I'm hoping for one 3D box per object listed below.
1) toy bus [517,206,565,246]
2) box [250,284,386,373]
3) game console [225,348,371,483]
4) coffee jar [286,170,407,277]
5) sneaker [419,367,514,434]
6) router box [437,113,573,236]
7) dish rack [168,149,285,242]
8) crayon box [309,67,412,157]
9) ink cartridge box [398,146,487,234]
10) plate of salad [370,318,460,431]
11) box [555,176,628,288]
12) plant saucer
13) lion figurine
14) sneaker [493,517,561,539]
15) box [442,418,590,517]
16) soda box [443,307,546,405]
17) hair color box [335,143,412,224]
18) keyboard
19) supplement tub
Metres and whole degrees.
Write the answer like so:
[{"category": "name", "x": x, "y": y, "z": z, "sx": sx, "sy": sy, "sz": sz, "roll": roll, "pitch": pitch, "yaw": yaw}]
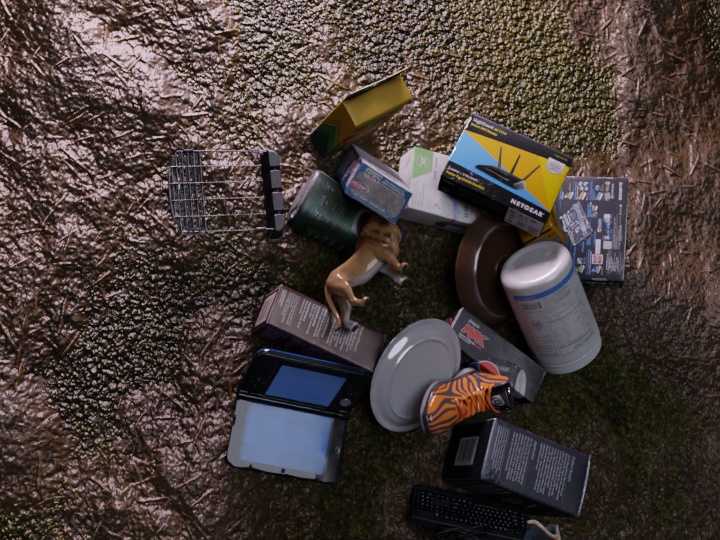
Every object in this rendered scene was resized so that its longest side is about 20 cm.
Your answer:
[{"category": "toy bus", "x": 0.312, "y": -0.130, "z": 1.803, "sx": 0.078, "sy": 0.065, "sz": 0.203, "roll": 37, "pitch": 34, "yaw": -39}, {"category": "box", "x": -0.068, "y": 0.103, "z": 1.612, "sx": 0.198, "sy": 0.100, "sz": 0.076, "roll": 28, "pitch": 69, "yaw": -15}, {"category": "game console", "x": -0.096, "y": 0.233, "z": 1.568, "sx": 0.196, "sy": 0.172, "sz": 0.120, "roll": 13, "pitch": 47, "yaw": -19}, {"category": "coffee jar", "x": -0.021, "y": -0.076, "z": 1.678, "sx": 0.198, "sy": 0.085, "sz": 0.106, "roll": 31, "pitch": 69, "yaw": -13}, {"category": "sneaker", "x": 0.184, "y": 0.211, "z": 1.623, "sx": 0.199, "sy": 0.110, "sz": 0.079, "roll": -30, "pitch": 113, "yaw": -48}, {"category": "router box", "x": 0.252, "y": -0.168, "z": 1.723, "sx": 0.197, "sy": 0.051, "sz": 0.151, "roll": 25, "pitch": 64, "yaw": 8}, {"category": "dish rack", "x": -0.219, "y": -0.126, "z": 1.627, "sx": 0.196, "sy": 0.054, "sz": 0.157, "roll": -2, "pitch": 78, "yaw": -21}, {"category": "crayon box", "x": 0.003, "y": -0.264, "z": 1.666, "sx": 0.126, "sy": 0.200, "sz": 0.051, "roll": -29, "pitch": 90, "yaw": -24}, {"category": "ink cartridge box", "x": 0.166, "y": -0.136, "z": 1.778, "sx": 0.196, "sy": 0.067, "sz": 0.120, "roll": 12, "pitch": 74, "yaw": -20}, {"category": "plate of salad", "x": 0.089, "y": 0.172, "z": 1.651, "sx": 0.197, "sy": 0.048, "sz": 0.204, "roll": -17, "pitch": 119, "yaw": -33}, {"category": "box", "x": 0.413, "y": -0.073, "z": 1.835, "sx": 0.156, "sy": 0.046, "sz": 0.204, "roll": 2, "pitch": 74, "yaw": 15}, {"category": "plant saucer", "x": 0.247, "y": -0.001, "z": 1.759, "sx": 0.198, "sy": 0.034, "sz": 0.205, "roll": -4, "pitch": 95, "yaw": -42}, {"category": "lion figurine", "x": 0.000, "y": 0.000, "z": 1.584, "sx": 0.199, "sy": 0.073, "sz": 0.122, "roll": -38, "pitch": 61, "yaw": -17}, {"category": "sneaker", "x": 0.256, "y": 0.459, "z": 1.682, "sx": 0.197, "sy": 0.078, "sz": 0.081, "roll": 12, "pitch": 77, "yaw": -28}, {"category": "box", "x": 0.262, "y": 0.336, "z": 1.673, "sx": 0.197, "sy": 0.148, "sz": 0.106, "roll": 23, "pitch": 70, "yaw": -17}, {"category": "soda box", "x": 0.228, "y": 0.154, "z": 1.744, "sx": 0.199, "sy": 0.063, "sz": 0.071, "roll": 36, "pitch": 68, "yaw": -11}, {"category": "hair color box", "x": 0.019, "y": -0.147, "z": 1.648, "sx": 0.099, "sy": 0.200, "sz": 0.061, "roll": 30, "pitch": 100, "yaw": -12}, {"category": "keyboard", "x": 0.181, "y": 0.406, "z": 1.632, "sx": 0.196, "sy": 0.040, "sz": 0.105, "roll": 11, "pitch": 43, "yaw": 0}, {"category": "supplement tub", "x": 0.334, "y": 0.064, "z": 1.734, "sx": 0.132, "sy": 0.131, "sz": 0.202, "roll": -42, "pitch": 122, "yaw": -24}]
